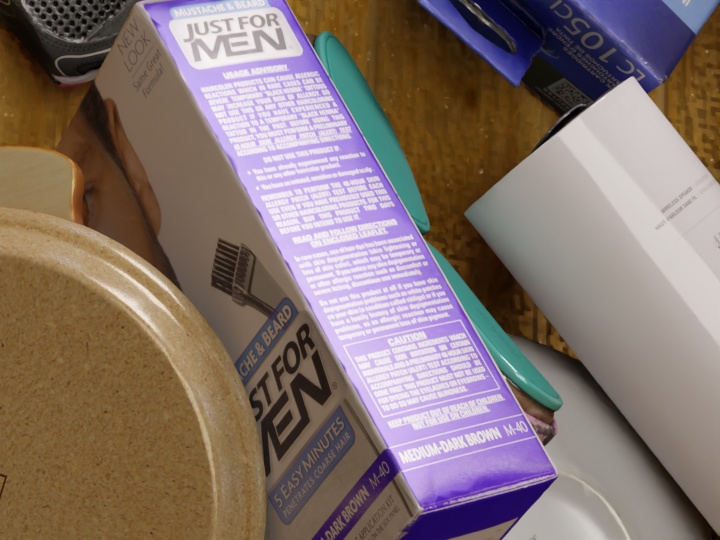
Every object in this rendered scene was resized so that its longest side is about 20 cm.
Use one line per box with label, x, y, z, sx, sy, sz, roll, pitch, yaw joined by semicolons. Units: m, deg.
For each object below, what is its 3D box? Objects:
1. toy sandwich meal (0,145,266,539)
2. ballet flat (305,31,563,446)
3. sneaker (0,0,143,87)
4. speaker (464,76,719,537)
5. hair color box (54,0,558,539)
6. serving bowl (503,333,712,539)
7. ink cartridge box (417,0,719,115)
toy sandwich meal;-0.123;0.066;0.897;0.204;0.070;0.207;0;91;5
ballet flat;0.000;0.000;0.966;0.069;0.071;0.200;35;21;-52
sneaker;-0.060;-0.158;0.984;0.080;0.086;0.200;38;67;-10
speaker;0.127;0.030;0.986;0.081;0.081;0.200;-38;88;-26
hair color box;-0.027;0.018;0.908;0.065;0.109;0.201;-10;60;-36
serving bowl;0.049;0.115;0.985;0.199;0.066;0.201;5;77;-23
ink cartridge box;0.084;-0.153;1.055;0.136;0.076;0.200;40;68;-11
